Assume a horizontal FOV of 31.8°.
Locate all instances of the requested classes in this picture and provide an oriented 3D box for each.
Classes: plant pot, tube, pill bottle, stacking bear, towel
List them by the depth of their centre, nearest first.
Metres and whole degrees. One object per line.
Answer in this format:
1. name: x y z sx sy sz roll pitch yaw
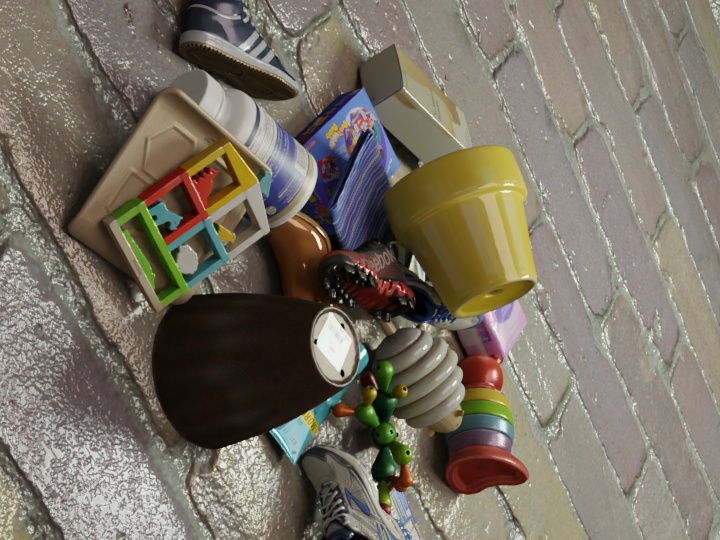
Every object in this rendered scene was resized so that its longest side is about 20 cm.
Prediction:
1. plant pot: -0.106 0.102 1.473 0.186 0.199 0.188 23 61 -49
2. pill bottle: -0.156 -0.151 1.554 0.200 0.119 0.120 41 48 -39
3. tube: -0.059 0.163 1.659 0.078 0.050 0.200 51 45 -9
4. towel: 0.007 -0.085 1.760 0.200 0.024 0.145 68 42 -57
5. plant pot: 0.154 -0.045 1.766 0.200 0.200 0.190 5 59 -54
6. stacking bear: 0.182 0.220 1.927 0.114 0.121 0.201 48 34 -45

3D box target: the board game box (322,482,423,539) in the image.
1. board game box: 0.017 0.396 1.683 0.200 0.046 0.152 -36 109 -53

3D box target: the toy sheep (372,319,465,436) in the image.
1. toy sheep: 0.080 0.146 1.788 0.200 0.138 0.138 53 40 -9

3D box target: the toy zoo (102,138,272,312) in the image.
1. toy zoo: -0.184 -0.060 1.447 0.200 0.020 0.132 -38 127 -20

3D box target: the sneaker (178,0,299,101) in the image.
1. sneaker: -0.151 -0.301 1.653 0.199 0.070 0.109 23 63 -46

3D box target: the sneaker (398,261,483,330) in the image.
1. sneaker: 0.098 0.054 1.817 0.199 0.076 0.088 19 23 -26

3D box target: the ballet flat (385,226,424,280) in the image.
1. ballet flat: 0.065 -0.048 1.884 0.069 0.069 0.201 22 65 -49

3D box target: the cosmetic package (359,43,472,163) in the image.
1. cosmetic package: 0.087 -0.244 1.945 0.200 0.071 0.106 37 33 -44

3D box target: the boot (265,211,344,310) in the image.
1. boot: -0.079 0.029 1.633 0.200 0.073 0.155 56 33 -33

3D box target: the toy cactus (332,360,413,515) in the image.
1. toy cactus: 0.024 0.226 1.700 0.165 0.102 0.201 62 18 -83

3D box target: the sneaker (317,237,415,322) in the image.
1. sneaker: 0.000 0.000 1.667 0.200 0.071 0.098 25 42 -56

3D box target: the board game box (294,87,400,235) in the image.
1. board game box: -0.026 -0.156 1.802 0.135 0.045 0.200 63 37 -19

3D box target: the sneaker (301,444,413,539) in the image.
1. sneaker: -0.015 0.308 1.596 0.085 0.077 0.200 -24 66 -45

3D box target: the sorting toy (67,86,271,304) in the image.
1. sorting toy: -0.217 -0.083 1.450 0.185 0.036 0.201 40 83 -41

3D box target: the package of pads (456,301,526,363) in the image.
1. package of pads: 0.187 0.039 2.012 0.201 0.075 0.121 63 35 -19
